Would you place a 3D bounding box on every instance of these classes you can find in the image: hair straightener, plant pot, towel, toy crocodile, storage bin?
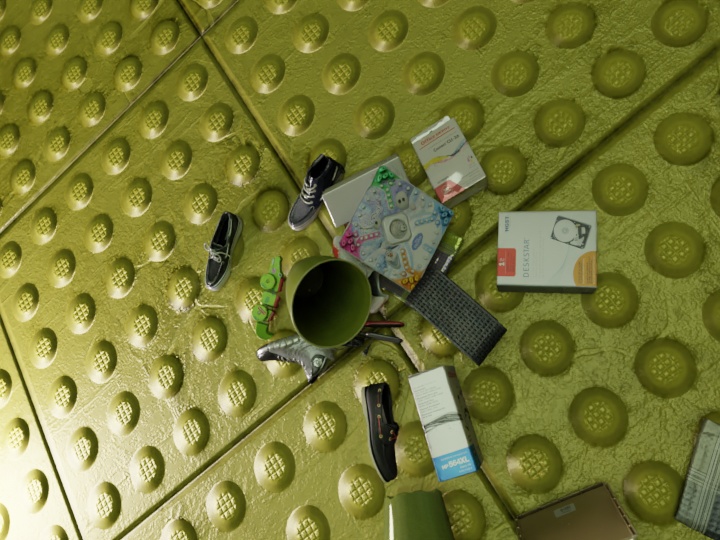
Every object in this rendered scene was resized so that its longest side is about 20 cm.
[{"bbox_3d":[0.002,0.152,1.195,0.192,0.041,0.080,3,75,3],"label":"hair straightener"},{"bbox_3d":[0.117,0.543,1.044,0.193,0.200,0.196,-14,64,15],"label":"plant pot"},{"bbox_3d":[0.134,-0.019,1.215,0.142,0.023,0.204,32,92,22],"label":"towel"},{"bbox_3d":[-0.220,0.065,1.295,0.060,0.068,0.207,14,87,1],"label":"toy crocodile"},{"bbox_3d":[0.198,0.093,1.101,0.199,0.135,0.095,41,92,13],"label":"storage bin"},{"bbox_3d":[0.691,0.396,0.953,0.187,0.034,0.206,19,89,24],"label":"towel"},{"bbox_3d":[0.390,0.494,0.947,0.196,0.198,0.096,-28,90,12],"label":"storage bin"},{"bbox_3d":[-0.096,0.046,1.185,0.191,0.184,0.199,-59,28,0],"label":"plant pot"}]

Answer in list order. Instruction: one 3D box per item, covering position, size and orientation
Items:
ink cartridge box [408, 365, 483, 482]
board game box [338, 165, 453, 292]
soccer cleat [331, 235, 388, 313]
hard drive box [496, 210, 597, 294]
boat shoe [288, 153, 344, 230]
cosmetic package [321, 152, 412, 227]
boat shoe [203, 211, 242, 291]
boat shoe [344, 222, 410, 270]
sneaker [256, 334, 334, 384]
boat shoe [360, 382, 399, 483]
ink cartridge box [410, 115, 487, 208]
[{"bbox_3d":[0.176,0.302,1.076,0.082,0.146,0.207,-20,75,14],"label":"ink cartridge box"},{"bbox_3d":[0.080,-0.091,1.142,0.196,0.026,0.204,30,83,-7],"label":"board game box"},{"bbox_3d":[0.000,0.000,1.220,0.085,0.067,0.205,-39,71,42],"label":"soccer cleat"},{"bbox_3d":[0.386,-0.037,1.105,0.193,0.077,0.162,0,79,19],"label":"hard drive box"},{"bbox_3d":[-0.124,-0.195,1.295,0.074,0.093,0.203,36,92,20],"label":"boat shoe"},{"bbox_3d":[0.015,-0.188,1.223,0.195,0.108,0.087,-26,105,10],"label":"cosmetic package"},{"bbox_3d":[-0.362,-0.051,1.361,0.072,0.068,0.205,21,87,21],"label":"boat shoe"},{"bbox_3d":[0.041,-0.071,1.226,0.070,0.071,0.199,-41,57,-12],"label":"boat shoe"},{"bbox_3d":[-0.149,0.213,1.241,0.194,0.075,0.119,-19,77,13],"label":"sneaker"},{"bbox_3d":[0.051,0.348,1.147,0.061,0.073,0.208,-18,71,22],"label":"boat shoe"},{"bbox_3d":[0.195,-0.259,1.213,0.114,0.067,0.205,-29,73,11],"label":"ink cartridge box"}]
